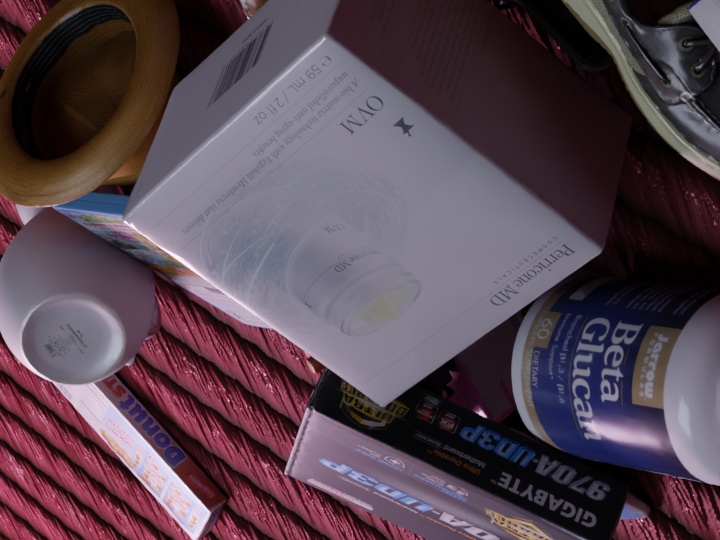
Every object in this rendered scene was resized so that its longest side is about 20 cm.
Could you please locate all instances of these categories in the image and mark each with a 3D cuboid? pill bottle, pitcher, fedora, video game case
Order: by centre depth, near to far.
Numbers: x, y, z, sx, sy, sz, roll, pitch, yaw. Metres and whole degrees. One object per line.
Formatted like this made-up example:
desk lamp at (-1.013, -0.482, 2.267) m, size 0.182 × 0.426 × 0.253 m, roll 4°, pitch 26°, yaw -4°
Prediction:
pill bottle at (0.190, 0.064, 1.323) m, size 0.200 × 0.111 × 0.111 m, roll 6°, pitch 127°, yaw 52°
fedora at (-0.179, -0.116, 1.624) m, size 0.200 × 0.201 × 0.082 m, roll 13°, pitch 163°, yaw 49°
video game case at (-0.111, -0.003, 1.668) m, size 0.200 × 0.018 × 0.143 m, roll 33°, pitch 165°, yaw -36°
pitcher at (-0.206, 0.018, 1.784) m, size 0.172 × 0.121 × 0.200 m, roll 51°, pitch -166°, yaw -28°

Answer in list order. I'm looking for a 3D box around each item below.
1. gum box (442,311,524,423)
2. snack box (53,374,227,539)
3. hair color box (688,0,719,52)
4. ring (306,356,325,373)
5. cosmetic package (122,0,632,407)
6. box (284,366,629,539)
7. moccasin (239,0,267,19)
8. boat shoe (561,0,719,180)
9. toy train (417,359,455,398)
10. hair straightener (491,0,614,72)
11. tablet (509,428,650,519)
gum box at (0.029, 0.009, 1.533) m, size 0.113 × 0.066 × 0.201 m, roll -12°, pitch 112°, yaw 56°
snack box at (-0.199, 0.151, 2.054) m, size 0.200 × 0.024 × 0.072 m, roll 47°, pitch 149°, yaw 10°
hair color box at (0.251, -0.133, 1.074) m, size 0.109 × 0.065 × 0.200 m, roll 53°, pitch 149°, yaw 2°
ring at (-0.017, 0.048, 1.535) m, size 0.201 × 0.019 × 0.201 m, roll 54°, pitch 167°, yaw 18°
cosmetic package at (0.010, -0.057, 1.297) m, size 0.200 × 0.123 × 0.199 m, roll 35°, pitch 133°, yaw -19°
box at (0.056, 0.130, 1.438) m, size 0.199 × 0.046 × 0.159 m, roll 25°, pitch 160°, yaw 1°
moccasin at (-0.113, -0.239, 1.438) m, size 0.078 × 0.074 × 0.202 m, roll -33°, pitch 97°, yaw 16°
boat shoe at (0.168, -0.124, 1.188) m, size 0.201 × 0.072 × 0.066 m, roll 50°, pitch 161°, yaw 12°
toy train at (0.000, 0.000, 1.466) m, size 0.201 × 0.034 × 0.046 m, roll 59°, pitch 150°, yaw -10°
hair straightener at (0.072, -0.175, 1.301) m, size 0.200 × 0.041 × 0.077 m, roll 40°, pitch 148°, yaw 21°
tablet at (0.095, 0.143, 1.588) m, size 0.130 × 0.014 × 0.200 m, roll 31°, pitch 158°, yaw -24°
